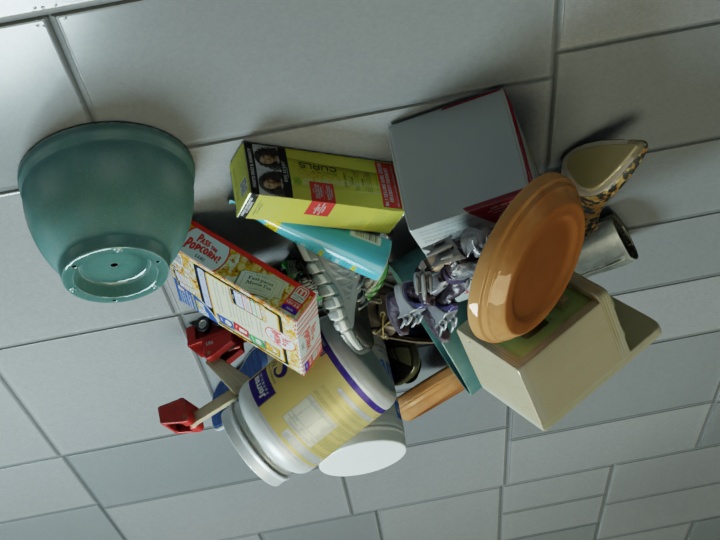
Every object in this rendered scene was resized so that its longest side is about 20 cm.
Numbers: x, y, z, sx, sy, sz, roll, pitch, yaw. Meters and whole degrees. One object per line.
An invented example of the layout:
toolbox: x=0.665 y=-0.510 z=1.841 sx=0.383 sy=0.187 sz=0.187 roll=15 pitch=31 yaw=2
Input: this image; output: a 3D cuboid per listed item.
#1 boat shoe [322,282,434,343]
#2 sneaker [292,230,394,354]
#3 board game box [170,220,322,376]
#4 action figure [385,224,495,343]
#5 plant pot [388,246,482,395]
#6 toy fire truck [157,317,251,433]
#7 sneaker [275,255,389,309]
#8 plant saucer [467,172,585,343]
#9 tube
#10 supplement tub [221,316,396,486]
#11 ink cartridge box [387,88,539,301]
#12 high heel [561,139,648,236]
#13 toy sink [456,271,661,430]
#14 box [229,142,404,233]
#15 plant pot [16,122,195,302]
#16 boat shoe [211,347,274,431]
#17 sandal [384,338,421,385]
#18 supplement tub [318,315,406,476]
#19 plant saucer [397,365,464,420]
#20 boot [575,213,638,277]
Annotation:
boat shoe: x=0.041 y=0.063 z=1.840 sx=0.198 sy=0.060 sz=0.072 roll=10 pitch=124 yaw=-34
sneaker: x=0.000 y=0.000 z=1.644 sx=0.115 sy=0.075 sz=0.201 roll=-25 pitch=107 yaw=6
board game box: x=-0.142 y=0.033 z=1.632 sx=0.199 sy=0.046 sz=0.152 roll=30 pitch=156 yaw=16
action figure: x=0.102 y=0.010 z=1.477 sx=0.129 sy=0.070 sz=0.200 roll=-4 pitch=154 yaw=-24
plant pot: x=0.154 y=0.033 z=1.715 sx=0.160 sy=0.201 sz=0.201 roll=-32 pitch=149 yaw=-1
toy fire truck: x=-0.181 y=0.129 z=1.813 sx=0.198 sy=0.142 sz=0.049 roll=-19 pitch=150 yaw=15
sneaker: x=-0.051 y=0.012 z=1.719 sx=0.199 sy=0.079 sz=0.085 roll=-24 pitch=148 yaw=23
plant saucer: x=0.189 y=-0.008 z=1.462 sx=0.200 sy=0.037 sz=0.202 roll=-38 pitch=144 yaw=-35
tube: x=-0.062 y=-0.047 z=1.573 sx=0.198 sy=0.051 sz=0.077 roll=22 pitch=173 yaw=-8
supplement tub: x=-0.068 y=0.171 z=1.744 sx=0.199 sy=0.146 sz=0.145 roll=-39 pitch=146 yaw=6
ink cartridge box: x=0.137 y=-0.083 z=1.551 sx=0.144 sy=0.146 sz=0.200 roll=-19 pitch=151 yaw=12
high heel: x=0.304 y=-0.103 z=1.662 sx=0.142 sy=0.072 sz=0.199 roll=10 pitch=147 yaw=-44
toy sink: x=0.237 y=0.068 z=1.590 sx=0.199 sy=0.130 sz=0.113 roll=-36 pitch=124 yaw=-14
box: x=-0.049 y=-0.093 z=1.541 sx=0.198 sy=0.076 sz=0.050 roll=7 pitch=146 yaw=-27
plant pot: x=-0.275 y=-0.049 z=1.479 sx=0.198 sy=0.135 sz=0.201 roll=-9 pitch=151 yaw=-5
boat shoe: x=-0.157 y=0.183 z=1.987 sx=0.072 sy=0.073 sz=0.200 roll=8 pitch=146 yaw=-32
sandal: x=0.057 y=0.134 z=1.961 sx=0.057 sy=0.081 sz=0.201 roll=-5 pitch=168 yaw=-13
supplement tub: x=-0.015 y=0.172 z=1.881 sx=0.130 sy=0.202 sz=0.132 roll=-11 pitch=154 yaw=-5
plant saucer: x=0.130 y=0.169 z=1.994 sx=0.199 sy=0.038 sz=0.200 roll=-30 pitch=172 yaw=-5
boot: x=0.287 y=0.004 z=1.847 sx=0.199 sy=0.073 sz=0.182 roll=-27 pitch=150 yaw=13
